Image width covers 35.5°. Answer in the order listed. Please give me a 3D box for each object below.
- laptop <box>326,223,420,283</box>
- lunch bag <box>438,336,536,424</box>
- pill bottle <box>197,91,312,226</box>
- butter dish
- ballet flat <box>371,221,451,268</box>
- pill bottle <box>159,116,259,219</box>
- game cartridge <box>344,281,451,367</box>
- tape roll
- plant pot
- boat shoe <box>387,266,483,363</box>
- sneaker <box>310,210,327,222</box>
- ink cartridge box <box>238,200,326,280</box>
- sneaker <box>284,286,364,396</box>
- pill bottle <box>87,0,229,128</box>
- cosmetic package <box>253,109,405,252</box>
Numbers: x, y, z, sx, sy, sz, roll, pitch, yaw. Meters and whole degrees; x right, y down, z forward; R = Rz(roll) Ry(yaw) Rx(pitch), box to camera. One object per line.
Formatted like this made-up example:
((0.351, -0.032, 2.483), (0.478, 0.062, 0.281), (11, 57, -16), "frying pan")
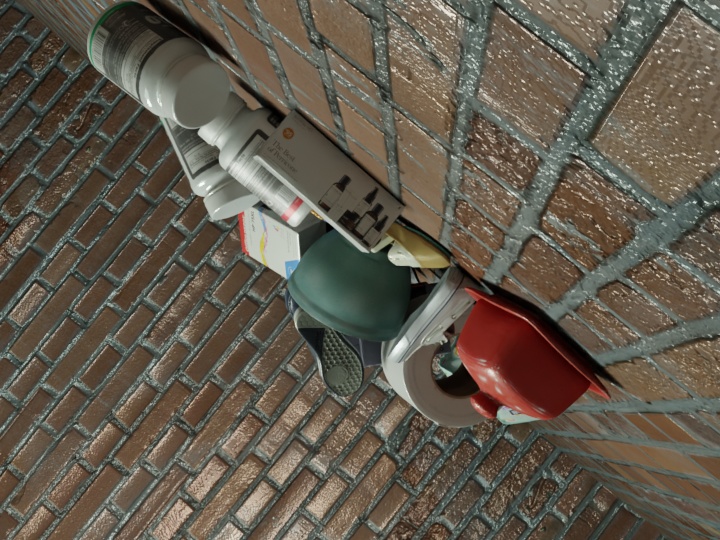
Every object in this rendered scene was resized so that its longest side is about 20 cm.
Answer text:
((-0.008, -0.022, 2.036), (0.187, 0.116, 0.200), (38, 170, 25), "laptop")
((0.260, 0.200, 2.031), (0.199, 0.122, 0.170), (29, 170, 25), "lunch bag")
((-0.137, -0.167, 1.649), (0.200, 0.111, 0.111), (40, 176, -5), "pill bottle")
((0.211, 0.140, 1.563), (0.199, 0.148, 0.200), (42, 176, -24), "butter dish")
((0.050, -0.042, 1.650), (0.200, 0.063, 0.069), (37, 173, 37), "ballet flat")
((-0.246, -0.194, 1.868), (0.113, 0.112, 0.201), (66, 179, -82), "pill bottle")
((0.057, 0.092, 1.931), (0.038, 0.198, 0.131), (-156, 60, -70), "game cartridge")
((0.146, 0.144, 1.853), (0.202, 0.203, 0.139), (40, 175, -15), "tape roll")
((0.000, 0.000, 1.785), (0.199, 0.135, 0.201), (22, -159, -9), "plant pot")
((0.111, 0.083, 1.694), (0.067, 0.200, 0.074), (32, -141, -4), "boat shoe")
((-0.073, -0.144, 1.758), (0.199, 0.076, 0.088), (35, -159, 7), "sneaker")
((-0.147, -0.069, 1.937), (0.199, 0.067, 0.117), (29, 136, 36), "ink cartridge box")
((-0.061, 0.101, 1.870), (0.203, 0.076, 0.146), (65, 179, -32), "sneaker")
((-0.276, -0.281, 1.543), (0.200, 0.113, 0.113), (38, 176, 32), "pill bottle")
((-0.042, -0.119, 1.512), (0.200, 0.083, 0.051), (40, 174, -11), "cosmetic package")
